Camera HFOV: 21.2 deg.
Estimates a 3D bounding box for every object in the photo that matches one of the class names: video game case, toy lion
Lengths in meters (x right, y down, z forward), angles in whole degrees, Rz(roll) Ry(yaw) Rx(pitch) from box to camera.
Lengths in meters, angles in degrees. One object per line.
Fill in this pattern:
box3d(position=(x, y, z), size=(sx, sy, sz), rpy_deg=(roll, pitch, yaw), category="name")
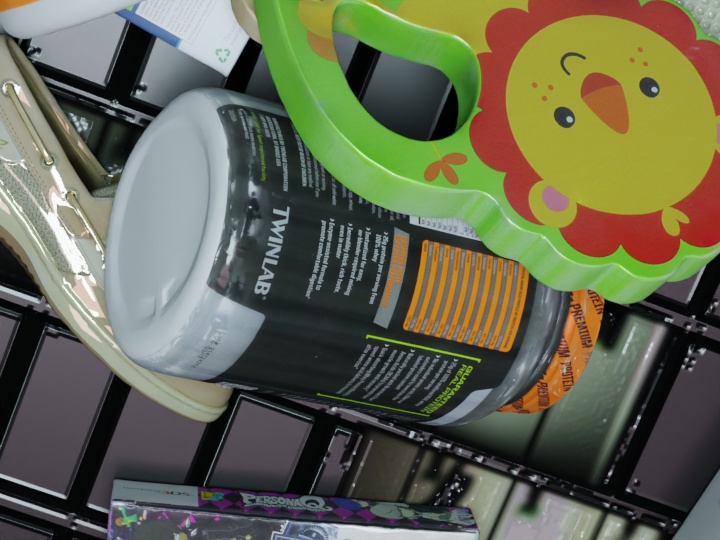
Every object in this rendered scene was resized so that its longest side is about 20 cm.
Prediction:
box3d(position=(-0.043, 0.208, 0.958), size=(0.181, 0.036, 0.201), rpy_deg=(5, 105, -6), category="video game case")
box3d(position=(0.067, -0.074, 0.795), size=(0.200, 0.069, 0.192), rpy_deg=(-13, 73, -24), category="toy lion")

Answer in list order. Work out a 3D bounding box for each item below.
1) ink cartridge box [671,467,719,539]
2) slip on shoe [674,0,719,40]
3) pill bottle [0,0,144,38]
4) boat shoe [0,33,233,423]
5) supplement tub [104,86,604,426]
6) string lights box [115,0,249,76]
box3d(position=(0.251, 0.100, 0.935), size=(0.115, 0.068, 0.200), rpy_deg=(29, 102, -12), category="ink cartridge box")
box3d(position=(0.166, -0.100, 0.875), size=(0.200, 0.061, 0.074), rpy_deg=(-19, 79, 12), category="slip on shoe")
box3d(position=(-0.124, -0.200, 0.737), size=(0.109, 0.110, 0.200), rpy_deg=(-21, 104, 1), category="pill bottle")
box3d(position=(-0.117, -0.017, 0.872), size=(0.065, 0.072, 0.200), rpy_deg=(-39, 100, 8), category="boat shoe")
box3d(position=(0.000, 0.000, 0.839), size=(0.200, 0.123, 0.123), rpy_deg=(14, 105, -30), category="supplement tub")
box3d(position=(-0.120, -0.179, 0.830), size=(0.200, 0.059, 0.103), rpy_deg=(29, 101, -12), category="string lights box")
